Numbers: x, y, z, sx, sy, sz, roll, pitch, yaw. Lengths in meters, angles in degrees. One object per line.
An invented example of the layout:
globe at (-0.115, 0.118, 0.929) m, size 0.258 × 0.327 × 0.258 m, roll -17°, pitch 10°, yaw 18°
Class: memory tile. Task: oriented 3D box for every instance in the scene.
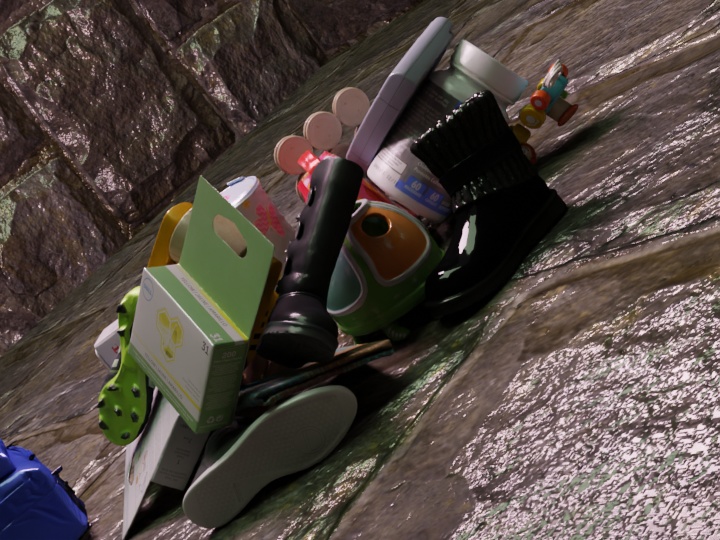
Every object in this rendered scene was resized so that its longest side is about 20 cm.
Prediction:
memory tile at (-0.008, -0.124, 1.658) m, size 0.153 × 0.200 × 0.017 m, roll -43°, pitch 23°, yaw -12°

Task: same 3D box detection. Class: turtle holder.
turtle holder at (0.009, -0.007, 1.375) m, size 0.141 × 0.132 × 0.186 m, roll -39°, pitch 14°, yaw -5°

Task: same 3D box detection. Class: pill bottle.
pill bottle at (0.107, -0.168, 1.526) m, size 0.200 × 0.114 × 0.114 m, roll -57°, pitch 10°, yaw 11°

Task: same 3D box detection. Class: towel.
towel at (-0.056, 0.106, 1.258) m, size 0.147 × 0.022 × 0.200 m, roll -22°, pitch 0°, yaw -16°

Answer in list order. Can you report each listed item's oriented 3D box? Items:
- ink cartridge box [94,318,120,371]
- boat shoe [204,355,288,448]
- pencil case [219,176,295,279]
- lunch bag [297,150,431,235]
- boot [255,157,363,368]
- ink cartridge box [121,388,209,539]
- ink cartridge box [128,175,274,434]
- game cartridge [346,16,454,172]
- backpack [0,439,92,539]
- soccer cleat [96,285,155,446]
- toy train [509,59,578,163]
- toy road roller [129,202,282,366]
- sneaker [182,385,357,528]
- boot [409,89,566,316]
ink cartridge box at (-0.215, 0.084, 1.620) m, size 0.200 × 0.145 × 0.084 m, roll -36°, pitch 12°, yaw 7°
boat shoe at (-0.126, 0.129, 1.413) m, size 0.072 × 0.068 × 0.200 m, roll -26°, pitch 18°, yaw 39°
pencil case at (-0.107, -0.023, 1.594) m, size 0.083 × 0.200 × 0.091 m, roll -17°, pitch 31°, yaw 41°
lunch bag at (-0.006, -0.079, 1.541) m, size 0.082 × 0.176 × 0.200 m, roll -49°, pitch 13°, yaw 4°
boot at (-0.035, -0.014, 1.215) m, size 0.200 × 0.066 × 0.165 m, roll -69°, pitch 16°, yaw -15°
ink cartridge box at (-0.215, 0.180, 1.416) m, size 0.200 × 0.044 × 0.174 m, roll -107°, pitch 38°, yaw -62°
ink cartridge box at (-0.154, 0.032, 1.202) m, size 0.048 × 0.200 × 0.146 m, roll -9°, pitch 36°, yaw -36°
game cartridge at (0.044, -0.207, 1.548) m, size 0.133 × 0.042 × 0.200 m, roll -50°, pitch -4°, yaw -33°
backpack at (-0.415, 0.275, 1.474) m, size 0.162 × 0.168 × 0.200 m, roll -35°, pitch 9°, yaw -14°
soccer cleat at (-0.245, 0.106, 1.428) m, size 0.081 × 0.067 × 0.200 m, roll -32°, pitch -38°, yaw -60°
toy train at (0.195, -0.149, 1.482) m, size 0.200 × 0.056 × 0.150 m, roll -56°, pitch 0°, yaw 14°
toy road roller at (-0.141, 0.022, 1.338) m, size 0.146 × 0.123 × 0.200 m, roll -28°, pitch -35°, yaw -55°
sneaker at (-0.087, 0.156, 1.214) m, size 0.200 × 0.071 × 0.099 m, roll -39°, pitch 18°, yaw 15°
boot at (0.101, -0.069, 1.288) m, size 0.211 × 0.158 × 0.079 m, roll -46°, pitch 16°, yaw -31°
